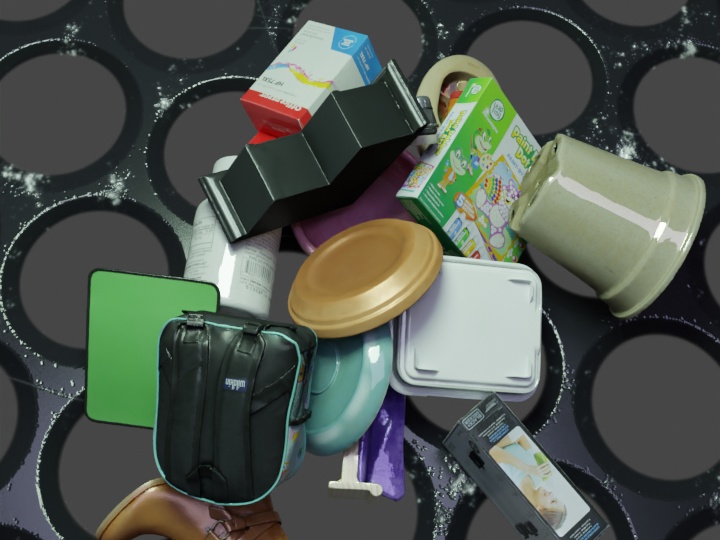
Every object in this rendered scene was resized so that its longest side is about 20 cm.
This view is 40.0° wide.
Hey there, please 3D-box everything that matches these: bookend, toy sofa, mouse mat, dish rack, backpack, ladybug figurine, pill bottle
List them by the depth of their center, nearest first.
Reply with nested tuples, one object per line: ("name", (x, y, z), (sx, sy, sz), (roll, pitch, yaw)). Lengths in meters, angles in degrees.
("backpack", (-0.138, 0.152, 1.103), (0.174, 0.153, 0.203), (7, 89, 11))
("bookend", (-0.058, -0.138, 1.161), (0.199, 0.199, 0.093), (-21, 77, -36))
("mouse mat", (-0.252, 0.099, 1.186), (0.159, 0.008, 0.202), (7, 106, 0))
("dish rack", (0.131, 0.066, 1.187), (0.197, 0.044, 0.174), (6, 78, -13))
("toy sofa", (0.014, 0.177, 1.201), (0.096, 0.083, 0.202), (4, 69, -1))
("pill bottle", (-0.158, -0.035, 1.251), (0.113, 0.115, 0.202), (7, 70, -1))
("ladybug figurine", (0.129, -0.199, 1.344), (0.135, 0.072, 0.202), (23, 61, -12))

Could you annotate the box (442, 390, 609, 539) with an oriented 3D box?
("box", (0.191, 0.251, 1.169), (0.060, 0.117, 0.200), (-35, 74, -18))

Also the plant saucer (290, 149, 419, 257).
("plant saucer", (0.003, -0.079, 1.312), (0.198, 0.051, 0.203), (1, 70, -4))

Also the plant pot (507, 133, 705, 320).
("plant pot", (0.292, -0.070, 1.230), (0.182, 0.200, 0.202), (27, 70, -6))

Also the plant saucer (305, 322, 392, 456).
("plant saucer", (-0.039, 0.117, 1.172), (0.027, 0.199, 0.203), (20, 63, -38))

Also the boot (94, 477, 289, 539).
("boot", (-0.191, 0.308, 1.149), (0.199, 0.077, 0.156), (-28, 74, -23))

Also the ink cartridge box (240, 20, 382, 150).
("ink cartridge box", (-0.077, -0.236, 1.334), (0.115, 0.067, 0.201), (23, 66, 35))

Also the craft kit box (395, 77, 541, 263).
("craft kit box", (0.159, -0.106, 1.273), (0.200, 0.048, 0.199), (46, 64, -34))

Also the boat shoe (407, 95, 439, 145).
("boat shoe", (0.037, -0.196, 1.259), (0.072, 0.200, 0.064), (-10, 105, -26))

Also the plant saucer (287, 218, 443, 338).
("plant saucer", (0.000, 0.000, 1.168), (0.198, 0.038, 0.201), (-20, 31, 13))
